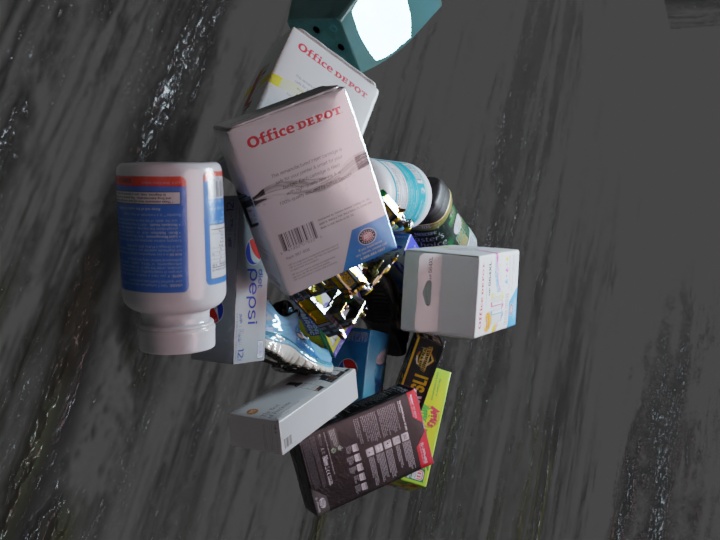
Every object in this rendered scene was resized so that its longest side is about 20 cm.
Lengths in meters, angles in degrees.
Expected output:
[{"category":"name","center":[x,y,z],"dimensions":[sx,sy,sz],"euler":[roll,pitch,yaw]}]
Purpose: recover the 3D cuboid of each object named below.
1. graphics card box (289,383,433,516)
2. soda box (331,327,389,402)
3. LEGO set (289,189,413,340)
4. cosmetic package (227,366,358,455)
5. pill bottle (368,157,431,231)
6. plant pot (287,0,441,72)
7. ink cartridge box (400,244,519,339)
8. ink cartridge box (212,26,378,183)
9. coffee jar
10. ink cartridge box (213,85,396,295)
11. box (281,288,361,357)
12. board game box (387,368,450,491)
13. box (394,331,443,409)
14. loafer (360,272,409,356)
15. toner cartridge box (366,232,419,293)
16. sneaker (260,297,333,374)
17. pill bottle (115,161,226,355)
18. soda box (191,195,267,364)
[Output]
[{"category":"graphics card box","center":[0.000,0.257,1.319],"dimensions":[0.200,0.051,0.126],"euler":[-20,103,-25]},{"category":"soda box","center":[-0.008,0.189,1.400],"dimensions":[0.068,0.064,0.200],"euler":[20,76,-60]},{"category":"LEGO set","center":[0.000,0.000,1.204],"dimensions":[0.116,0.154,0.200],"euler":[48,39,-22]},{"category":"cosmetic package","center":[-0.087,0.183,1.236],"dimensions":[0.200,0.082,0.051],"euler":[-28,115,-58]},{"category":"pill bottle","center":[0.021,-0.113,1.370],"dimensions":[0.200,0.111,0.111],"euler":[-5,98,-61]},{"category":"plant pot","center":[-0.004,-0.371,1.273],"dimensions":[0.200,0.141,0.141],"euler":[-59,141,-31]},{"category":"ink cartridge box","center":[0.153,0.031,1.418],"dimensions":[0.200,0.125,0.129],"euler":[-9,103,-61]},{"category":"ink cartridge box","center":[-0.078,-0.181,1.151],"dimensions":[0.145,0.083,0.200],"euler":[33,60,-23]},{"category":"coffee jar","center":[0.125,-0.080,1.574],"dimensions":[0.200,0.104,0.085],"euler":[52,46,-50]},{"category":"ink cartridge box","center":[-0.063,-0.095,1.039],"dimensions":[0.145,0.084,0.200],"euler":[-24,109,-16]},{"category":"box","center":[-0.060,0.015,1.303],"dimensions":[0.117,0.048,0.200],"euler":[-60,140,-39]},{"category":"board game box","center":[0.099,0.273,1.571],"dimensions":[0.102,0.048,0.200],"euler":[127,-20,-68]},{"category":"box","center":[0.078,0.196,1.461],"dimensions":[0.160,0.049,0.200],"euler":[-72,-179,-87]},{"category":"loafer","center":[0.038,0.057,1.473],"dimensions":[0.200,0.073,0.071],"euler":[75,29,-48]},{"category":"toner cartridge box","center":[0.069,0.010,1.490],"dimensions":[0.200,0.095,0.043],"euler":[54,47,-49]},{"category":"sneaker","center":[-0.092,0.087,1.223],"dimensions":[0.200,0.078,0.090],"euler":[38,56,-58]},{"category":"pill bottle","center":[-0.201,-0.016,0.972],"dimensions":[0.112,0.112,0.200],"euler":[-13,105,-61]},{"category":"soda box","center":[-0.156,0.010,1.101],"dimensions":[0.063,0.068,0.200],"euler":[0,92,-59]}]
